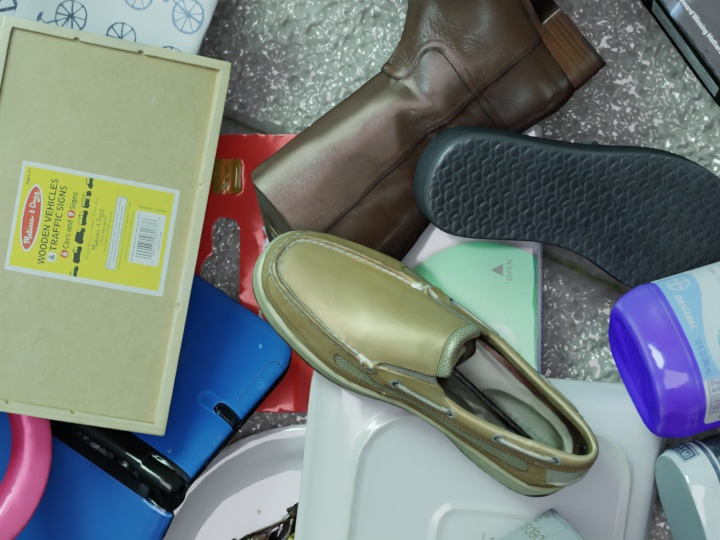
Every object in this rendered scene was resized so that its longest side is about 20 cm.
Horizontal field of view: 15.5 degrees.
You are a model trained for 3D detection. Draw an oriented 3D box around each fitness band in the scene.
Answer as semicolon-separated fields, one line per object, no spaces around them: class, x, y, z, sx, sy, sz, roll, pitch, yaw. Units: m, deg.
fitness band;-0.256;0.102;1.355;0.200;0.037;0.144;-22;96;-19

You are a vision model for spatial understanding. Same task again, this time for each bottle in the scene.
bottle;0.235;0.025;1.398;0.200;0.065;0.084;-15;56;-10

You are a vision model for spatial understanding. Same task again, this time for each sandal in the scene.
sandal;0.119;-0.039;1.404;0.200;0.043;0.076;16;101;-25

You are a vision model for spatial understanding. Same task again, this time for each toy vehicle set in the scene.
toy vehicle set;-0.145;-0.022;1.362;0.124;0.027;0.200;12;87;-19

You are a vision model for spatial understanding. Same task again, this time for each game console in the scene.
game console;-0.165;0.072;1.461;0.200;0.118;0.171;34;60;13

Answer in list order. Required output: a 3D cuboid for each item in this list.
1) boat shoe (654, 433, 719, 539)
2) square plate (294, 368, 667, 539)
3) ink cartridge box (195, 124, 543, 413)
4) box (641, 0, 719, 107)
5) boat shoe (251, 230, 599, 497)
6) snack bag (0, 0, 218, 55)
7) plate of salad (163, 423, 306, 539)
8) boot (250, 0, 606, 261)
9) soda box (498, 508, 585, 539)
boat shoe;0.228;0.177;1.408;0.091;0.071;0.200;-17;98;-14
square plate;0.061;0.153;1.405;0.198;0.028;0.200;6;97;-12
ink cartridge box;0.000;0.000;1.446;0.200;0.050;0.161;0;88;3
box;0.204;-0.213;1.414;0.164;0.086;0.200;-36;85;2
boat shoe;0.038;0.039;1.341;0.200;0.076;0.072;31;74;-5
snack bag;-0.185;-0.131;1.418;0.200;0.021;0.189;25;109;5
plate of salad;-0.026;0.184;1.441;0.200;0.048;0.200;0;88;6
boot;0.001;-0.102;1.379;0.200;0.064;0.186;-42;106;6
soda box;0.124;0.229;1.382;0.068;0.064;0.200;-30;106;-6
